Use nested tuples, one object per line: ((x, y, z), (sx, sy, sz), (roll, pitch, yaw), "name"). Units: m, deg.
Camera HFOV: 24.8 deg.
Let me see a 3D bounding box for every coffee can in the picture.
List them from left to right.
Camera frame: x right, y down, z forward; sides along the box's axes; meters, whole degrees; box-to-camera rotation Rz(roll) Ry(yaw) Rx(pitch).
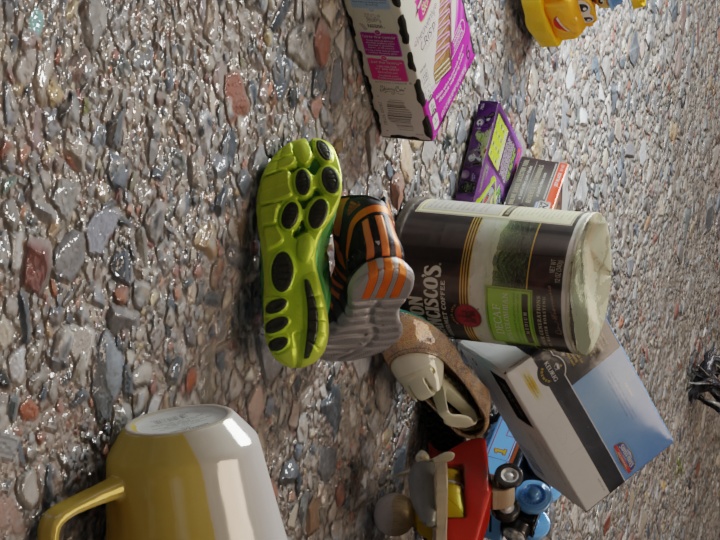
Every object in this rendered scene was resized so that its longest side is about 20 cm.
((0.143, 0.004, 1.686), (0.146, 0.198, 0.148), (6, 90, -66), "coffee can")

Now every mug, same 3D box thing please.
((-0.130, 0.188, 1.196), (0.186, 0.148, 0.155), (-30, 115, -69), "mug")

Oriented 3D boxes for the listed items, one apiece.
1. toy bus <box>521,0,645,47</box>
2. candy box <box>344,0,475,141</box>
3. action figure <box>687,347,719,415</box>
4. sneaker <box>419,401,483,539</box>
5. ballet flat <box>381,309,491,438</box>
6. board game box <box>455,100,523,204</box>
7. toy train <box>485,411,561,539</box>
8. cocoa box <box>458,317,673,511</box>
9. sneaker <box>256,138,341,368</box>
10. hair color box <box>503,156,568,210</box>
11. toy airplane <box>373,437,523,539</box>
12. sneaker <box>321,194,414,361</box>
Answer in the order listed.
((0.298, -0.371, 1.958), (0.136, 0.190, 0.202), (54, 49, -59), "toy bus")
((0.048, -0.245, 1.583), (0.201, 0.060, 0.137), (71, 35, -43), "candy box")
((0.672, 0.207, 3.051), (0.200, 0.101, 0.120), (9, 99, -68), "action figure")
((0.111, 0.210, 1.820), (0.093, 0.070, 0.202), (-13, 104, -60), "sneaker")
((0.078, 0.111, 1.672), (0.200, 0.068, 0.068), (41, 37, -40), "ballet flat")
((0.140, -0.078, 1.871), (0.120, 0.032, 0.202), (47, 53, -56), "board game box")
((0.187, 0.233, 1.943), (0.087, 0.113, 0.201), (88, 23, -48), "toy train")
((0.227, 0.134, 1.803), (0.131, 0.133, 0.201), (-36, 112, -10), "cocoa box")
((-0.058, -0.015, 1.411), (0.084, 0.073, 0.202), (128, -33, -79), "sneaker")
((0.207, -0.022, 1.955), (0.201, 0.063, 0.111), (82, 24, -45), "hair color box")
((0.076, 0.276, 1.676), (0.199, 0.140, 0.202), (-12, 116, -76), "toy airplane")
((0.000, 0.000, 1.480), (0.200, 0.077, 0.113), (120, -35, -56), "sneaker")
